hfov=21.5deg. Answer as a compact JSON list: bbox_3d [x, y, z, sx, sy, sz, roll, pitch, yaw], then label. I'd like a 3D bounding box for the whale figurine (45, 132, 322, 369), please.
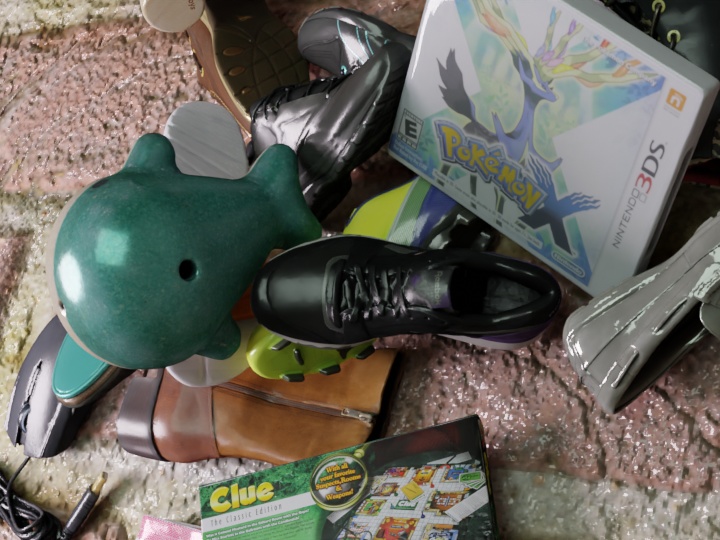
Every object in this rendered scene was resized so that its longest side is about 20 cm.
[{"bbox_3d":[-0.105,-0.015,1.237,0.104,0.199,0.160,2,113,59],"label":"whale figurine"}]

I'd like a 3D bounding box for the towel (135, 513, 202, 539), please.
[{"bbox_3d":[-0.127,0.275,1.300,0.146,0.030,0.201,6,73,38],"label":"towel"}]

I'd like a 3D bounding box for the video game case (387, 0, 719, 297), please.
[{"bbox_3d":[0.113,-0.095,1.191,0.200,0.022,0.183,36,136,22],"label":"video game case"}]

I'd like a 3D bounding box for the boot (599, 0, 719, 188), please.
[{"bbox_3d":[0.185,-0.141,1.174,0.073,0.202,0.155,149,130,-64],"label":"boot"}]

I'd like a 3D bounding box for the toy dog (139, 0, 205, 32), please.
[{"bbox_3d":[-0.086,-0.259,1.425,0.199,0.097,0.132,-28,52,-16],"label":"toy dog"}]

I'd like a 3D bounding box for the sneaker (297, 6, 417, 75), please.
[{"bbox_3d":[0.022,-0.134,1.354,0.199,0.075,0.080,21,84,41],"label":"sneaker"}]

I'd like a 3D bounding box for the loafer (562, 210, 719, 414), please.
[{"bbox_3d":[0.216,0.014,1.153,0.200,0.070,0.070,-37,62,21],"label":"loafer"}]

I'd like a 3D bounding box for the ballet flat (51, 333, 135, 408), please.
[{"bbox_3d":[-0.165,0.021,1.417,0.068,0.068,0.201,5,65,37],"label":"ballet flat"}]

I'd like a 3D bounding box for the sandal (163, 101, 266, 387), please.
[{"bbox_3d":[-0.105,-0.015,1.332,0.078,0.059,0.208,1,71,-10],"label":"sandal"}]

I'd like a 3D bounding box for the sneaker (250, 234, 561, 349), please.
[{"bbox_3d":[0.029,0.009,1.206,0.198,0.088,0.076,0,82,-3],"label":"sneaker"}]

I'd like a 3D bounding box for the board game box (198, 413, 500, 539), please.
[{"bbox_3d":[-0.009,0.166,1.223,0.198,0.023,0.106,-15,60,16],"label":"board game box"}]

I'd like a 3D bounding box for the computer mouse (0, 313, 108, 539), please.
[{"bbox_3d":[-0.227,0.112,1.438,0.140,0.046,0.201,36,92,42],"label":"computer mouse"}]

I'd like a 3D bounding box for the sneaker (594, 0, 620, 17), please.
[{"bbox_3d":[0.152,-0.134,1.258,0.099,0.075,0.202,-13,62,30],"label":"sneaker"}]

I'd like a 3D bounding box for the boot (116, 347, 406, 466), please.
[{"bbox_3d":[-0.063,0.053,1.336,0.199,0.069,0.189,2,58,30],"label":"boot"}]

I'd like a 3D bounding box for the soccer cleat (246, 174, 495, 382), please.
[{"bbox_3d":[0.001,0.000,1.294,0.200,0.065,0.084,-37,51,-6],"label":"soccer cleat"}]

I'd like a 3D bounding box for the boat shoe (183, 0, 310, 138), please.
[{"bbox_3d":[-0.091,-0.161,1.458,0.068,0.071,0.201,103,151,-42],"label":"boat shoe"}]

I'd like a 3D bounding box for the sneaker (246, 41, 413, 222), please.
[{"bbox_3d":[-0.031,-0.099,1.315,0.091,0.076,0.200,48,134,6],"label":"sneaker"}]
